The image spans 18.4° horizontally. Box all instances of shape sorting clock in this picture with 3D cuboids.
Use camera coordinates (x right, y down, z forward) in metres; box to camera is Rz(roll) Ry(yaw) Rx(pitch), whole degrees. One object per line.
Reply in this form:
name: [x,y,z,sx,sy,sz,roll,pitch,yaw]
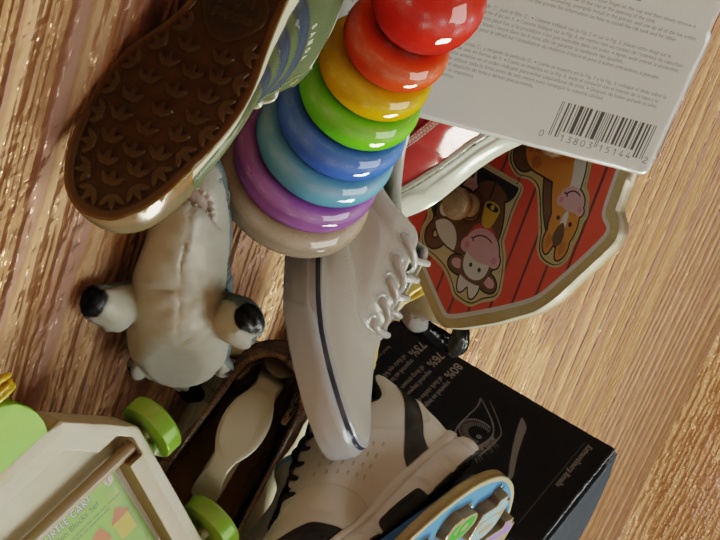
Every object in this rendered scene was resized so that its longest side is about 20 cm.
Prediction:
shape sorting clock: [0.021,0.194,1.237,0.200,0.039,0.200,-48,163,-20]

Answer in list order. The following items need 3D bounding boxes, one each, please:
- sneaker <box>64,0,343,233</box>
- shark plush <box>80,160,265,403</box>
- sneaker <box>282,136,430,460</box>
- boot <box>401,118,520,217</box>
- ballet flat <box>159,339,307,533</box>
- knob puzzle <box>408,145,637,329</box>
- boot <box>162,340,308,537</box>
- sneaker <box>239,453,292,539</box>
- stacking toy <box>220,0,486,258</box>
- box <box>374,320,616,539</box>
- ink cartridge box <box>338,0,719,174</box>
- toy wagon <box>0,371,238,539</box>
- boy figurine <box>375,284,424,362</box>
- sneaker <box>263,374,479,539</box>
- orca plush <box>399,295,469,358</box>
sneaker: [-0.056,-0.094,1.017,0.201,0.067,0.090,-60,160,-10]
shark plush: [-0.082,0.017,1.164,0.200,0.090,0.084,75,17,-63]
sneaker: [0.000,0.000,1.189,0.073,0.070,0.202,47,37,-66]
boot: [0.022,-0.114,1.252,0.199,0.144,0.073,-30,-148,29]
ballet flat: [-0.088,0.122,1.188,0.201,0.068,0.067,-62,-177,-9]
knob puzzle: [0.080,-0.058,1.320,0.030,0.220,0.221,6,117,-45]
boot: [-0.059,0.127,1.371,0.200,0.072,0.156,20,98,-55]
sneaker: [-0.046,0.206,1.313,0.076,0.080,0.201,19,97,-54]
stacking toy: [0.000,-0.088,1.083,0.085,0.085,0.200,-46,177,-39]
box: [0.059,0.150,1.596,0.148,0.199,0.105,-39,155,-51]
ink cartridge box: [0.089,-0.152,1.149,0.045,0.198,0.177,-100,-152,-54]
toy wagon: [-0.147,0.129,1.079,0.155,0.039,0.201,-43,124,-26]
boy figurine: [-0.016,0.066,1.464,0.201,0.064,0.124,-60,163,14]
sneaker: [-0.020,0.127,1.208,0.200,0.080,0.074,-35,166,-49]
orca plush: [0.071,0.007,1.516,0.071,0.106,0.200,-23,156,-11]
